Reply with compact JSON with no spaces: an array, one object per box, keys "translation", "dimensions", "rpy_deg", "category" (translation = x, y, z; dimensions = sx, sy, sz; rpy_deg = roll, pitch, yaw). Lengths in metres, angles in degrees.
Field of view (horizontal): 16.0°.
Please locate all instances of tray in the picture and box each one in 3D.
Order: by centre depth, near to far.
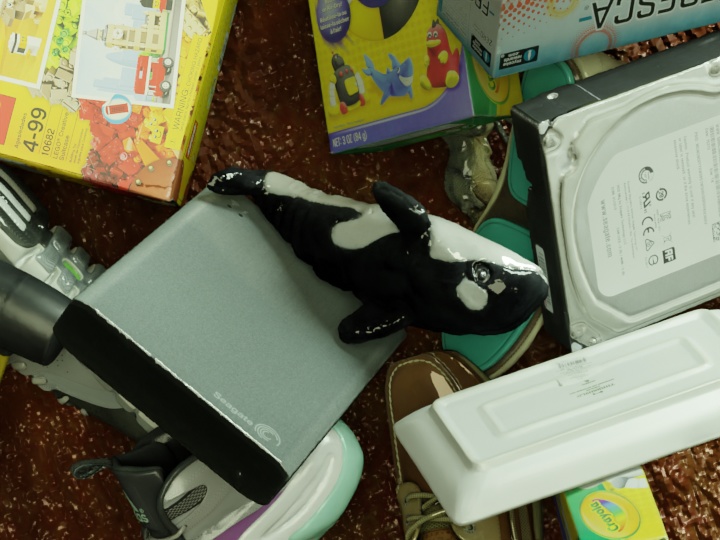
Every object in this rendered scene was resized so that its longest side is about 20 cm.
[{"translation":[0.122,0.067,1.321],"dimensions":[0.199,0.107,0.022],"rpy_deg":[-18,119,-11],"category":"tray"}]

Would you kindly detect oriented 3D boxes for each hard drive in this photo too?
[{"translation":[-0.064,0.034,1.344],"dimensions":[0.139,0.200,0.033],"rpy_deg":[39,117,2],"category":"hard drive"},{"translation":[0.183,-0.053,1.369],"dimensions":[0.199,0.038,0.141],"rpy_deg":[-20,119,-19],"category":"hard drive"}]

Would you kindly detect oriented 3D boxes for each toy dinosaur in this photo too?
[{"translation":[0.070,-0.126,1.427],"dimensions":[0.088,0.047,0.201],"rpy_deg":[-16,83,6],"category":"toy dinosaur"}]

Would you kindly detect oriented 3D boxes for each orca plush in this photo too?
[{"translation":[0.000,0.000,1.364],"dimensions":[0.199,0.105,0.071],"rpy_deg":[26,72,16],"category":"orca plush"}]

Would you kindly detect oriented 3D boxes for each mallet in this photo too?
[{"translation":[-0.200,0.088,1.379],"dimensions":[0.065,0.041,0.201],"rpy_deg":[20,117,10],"category":"mallet"}]

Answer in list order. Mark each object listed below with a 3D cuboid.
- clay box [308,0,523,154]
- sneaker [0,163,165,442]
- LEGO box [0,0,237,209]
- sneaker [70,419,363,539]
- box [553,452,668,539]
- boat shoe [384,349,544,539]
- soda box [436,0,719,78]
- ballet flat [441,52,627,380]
[{"translation":[0.021,-0.172,1.396],"dimensions":[0.047,0.114,0.202],"rpy_deg":[-7,86,-45],"category":"clay box"},{"translation":[-0.184,0.044,1.414],"dimensions":[0.115,0.075,0.200],"rpy_deg":[-37,98,21],"category":"sneaker"},{"translation":[-0.146,-0.149,1.411],"dimensions":[0.148,0.077,0.202],"rpy_deg":[14,87,1],"category":"LEGO box"},{"translation":[-0.102,0.145,1.367],"dimensions":[0.139,0.078,0.201],"rpy_deg":[28,89,-27],"category":"sneaker"},{"translation":[0.133,0.148,1.318],"dimensions":[0.048,0.200,0.118],"rpy_deg":[-15,118,-1],"category":"box"},{"translation":[0.059,0.142,1.385],"dimensions":[0.075,0.074,0.201],"rpy_deg":[-21,86,26],"category":"boat shoe"},{"translation":[0.142,-0.163,1.331],"dimensions":[0.199,0.069,0.064],"rpy_deg":[-15,44,-23],"category":"soda box"},{"translation":[0.103,-0.030,1.402],"dimensions":[0.069,0.070,0.201],"rpy_deg":[19,113,2],"category":"ballet flat"}]
